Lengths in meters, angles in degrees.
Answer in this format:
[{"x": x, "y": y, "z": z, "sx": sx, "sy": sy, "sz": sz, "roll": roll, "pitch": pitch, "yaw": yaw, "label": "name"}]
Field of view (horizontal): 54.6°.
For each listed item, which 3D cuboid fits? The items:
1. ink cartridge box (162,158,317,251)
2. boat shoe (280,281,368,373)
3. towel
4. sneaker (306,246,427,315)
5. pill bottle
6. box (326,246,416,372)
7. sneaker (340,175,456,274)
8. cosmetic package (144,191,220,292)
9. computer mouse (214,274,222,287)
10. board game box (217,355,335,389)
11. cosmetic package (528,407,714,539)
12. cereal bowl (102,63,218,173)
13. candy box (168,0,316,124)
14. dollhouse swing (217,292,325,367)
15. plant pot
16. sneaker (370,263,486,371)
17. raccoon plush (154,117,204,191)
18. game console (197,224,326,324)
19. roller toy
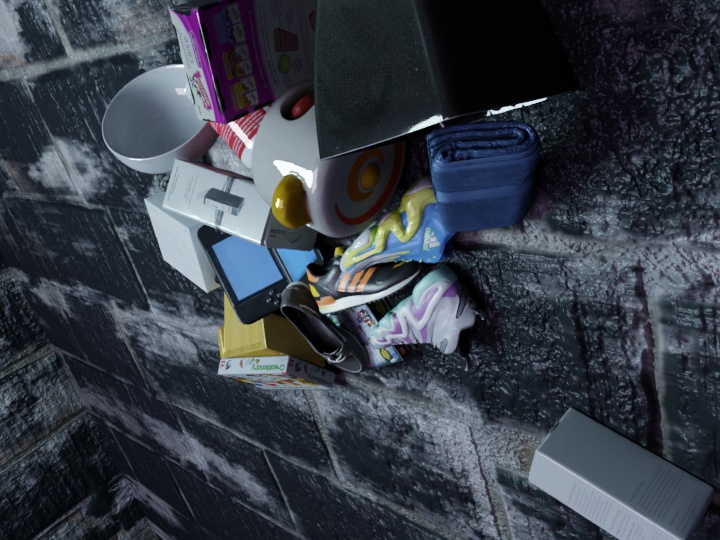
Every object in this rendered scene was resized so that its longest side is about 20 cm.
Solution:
[{"x": -0.177, "y": -0.100, "z": 1.077, "sx": 0.200, "sy": 0.144, "sz": 0.084, "roll": 21, "pitch": 98, "yaw": 26, "label": "ink cartridge box"}, {"x": -0.063, "y": 0.107, "z": 1.132, "sx": 0.067, "sy": 0.057, "sz": 0.200, "roll": -27, "pitch": 113, "yaw": 30, "label": "boat shoe"}, {"x": 0.133, "y": -0.101, "z": 0.758, "sx": 0.111, "sy": 0.049, "sz": 0.200, "roll": -4, "pitch": 161, "yaw": 8, "label": "towel"}, {"x": 0.000, "y": 0.000, "z": 1.039, "sx": 0.200, "sy": 0.070, "sz": 0.090, "roll": -21, "pitch": 102, "yaw": 34, "label": "sneaker"}, {"x": -0.155, "y": -0.223, "z": 1.026, "sx": 0.200, "sy": 0.112, "sz": 0.112, "roll": 50, "pitch": 144, "yaw": 6, "label": "pill bottle"}, {"x": -0.010, "y": 0.071, "z": 1.166, "sx": 0.200, "sy": 0.040, "sz": 0.137, "roll": 56, "pitch": 145, "yaw": -3, "label": "box"}, {"x": 0.059, "y": -0.032, "z": 0.946, "sx": 0.105, "sy": 0.076, "sz": 0.200, "roll": 46, "pitch": 127, "yaw": -2, "label": "sneaker"}, {"x": -0.358, "y": -0.061, "z": 1.421, "sx": 0.200, "sy": 0.052, "sz": 0.151, "roll": 29, "pitch": 140, "yaw": 43, "label": "cosmetic package"}, {"x": -0.248, "y": -0.043, "z": 1.299, "sx": 0.110, "sy": 0.044, "sz": 0.200, "roll": 38, "pitch": 132, "yaw": 52, "label": "computer mouse"}, {"x": -0.164, "y": 0.199, "z": 1.349, "sx": 0.200, "sy": 0.035, "sz": 0.126, "roll": -9, "pitch": 154, "yaw": 41, "label": "board game box"}, {"x": 0.331, "y": 0.276, "z": 0.898, "sx": 0.200, "sy": 0.102, "sz": 0.074, "roll": 29, "pitch": 136, "yaw": 32, "label": "cosmetic package"}, {"x": -0.311, "y": -0.235, "z": 1.137, "sx": 0.200, "sy": 0.200, "sz": 0.083, "roll": 33, "pitch": 162, "yaw": 27, "label": "cereal bowl"}, {"x": -0.126, "y": -0.282, "z": 0.869, "sx": 0.061, "sy": 0.200, "sz": 0.137, "roll": 19, "pitch": 130, "yaw": 38, "label": "candy box"}, {"x": -0.173, "y": 0.094, "z": 1.375, "sx": 0.182, "sy": 0.176, "sz": 0.200, "roll": 22, "pitch": 156, "yaw": -29, "label": "dollhouse swing"}, {"x": 0.065, "y": -0.233, "z": 0.717, "sx": 0.200, "sy": 0.199, "sz": 0.178, "roll": -8, "pitch": 100, "yaw": 51, "label": "plant pot"}, {"x": 0.105, "y": 0.096, "z": 1.016, "sx": 0.140, "sy": 0.078, "sz": 0.200, "roll": 47, "pitch": 138, "yaw": 6, "label": "sneaker"}, {"x": -0.356, "y": -0.224, "z": 1.278, "sx": 0.200, "sy": 0.097, "sz": 0.134, "roll": 17, "pitch": 123, "yaw": 40, "label": "raccoon plush"}, {"x": -0.171, "y": -0.039, "z": 1.165, "sx": 0.200, "sy": 0.170, "sz": 0.118, "roll": 60, "pitch": 172, "yaw": 15, "label": "game console"}, {"x": -0.034, "y": -0.141, "z": 0.892, "sx": 0.140, "sy": 0.200, "sz": 0.183, "roll": 28, "pitch": 104, "yaw": 29, "label": "roller toy"}]
